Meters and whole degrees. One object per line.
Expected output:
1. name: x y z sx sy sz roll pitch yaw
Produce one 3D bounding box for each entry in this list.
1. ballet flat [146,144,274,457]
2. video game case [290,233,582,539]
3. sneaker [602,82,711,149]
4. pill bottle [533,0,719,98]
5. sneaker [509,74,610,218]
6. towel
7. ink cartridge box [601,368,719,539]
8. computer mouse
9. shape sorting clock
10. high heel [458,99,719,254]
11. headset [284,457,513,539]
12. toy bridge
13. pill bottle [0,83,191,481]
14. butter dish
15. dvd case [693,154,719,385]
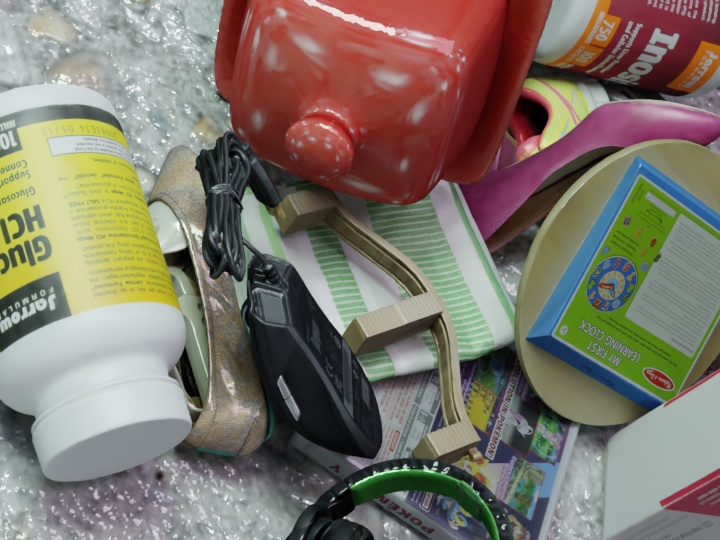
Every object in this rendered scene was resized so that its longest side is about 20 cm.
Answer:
1. ballet flat: -0.105 0.015 1.049 0.067 0.068 0.202 -4 64 -33
2. video game case: 0.061 0.083 1.154 0.182 0.023 0.201 35 47 -12
3. sneaker: 0.257 -0.074 1.351 0.200 0.075 0.082 51 48 3
4. pill bottle: 0.217 -0.192 1.316 0.198 0.113 0.114 10 58 -26
5. sneaker: 0.148 -0.060 1.271 0.090 0.078 0.201 7 48 -31
6. towel: 0.000 0.000 1.134 0.198 0.023 0.154 -8 62 -32
7. ink cartridge box: 0.283 0.155 1.180 0.199 0.145 0.085 23 53 -21
8. computer mouse: -0.051 0.018 1.030 0.201 0.046 0.141 56 17 -37
9. shape sorting clock: 0.183 0.009 1.169 0.198 0.039 0.202 -13 114 -31
10. high heel: 0.148 -0.057 1.191 0.067 0.198 0.097 38 52 -59
11. headset: -0.003 0.179 0.980 0.200 0.094 0.123 -40 57 -20
12. toy bridge: 0.022 0.033 1.092 0.067 0.027 0.201 -17 67 -34
13. pill bottle: -0.162 0.008 0.981 0.112 0.112 0.202 -6 66 -37
14. butter dish: -0.006 -0.114 1.074 0.198 0.200 0.148 20 46 3
15. dvd case: 0.281 0.020 1.276 0.201 0.142 0.018 61 14 11
